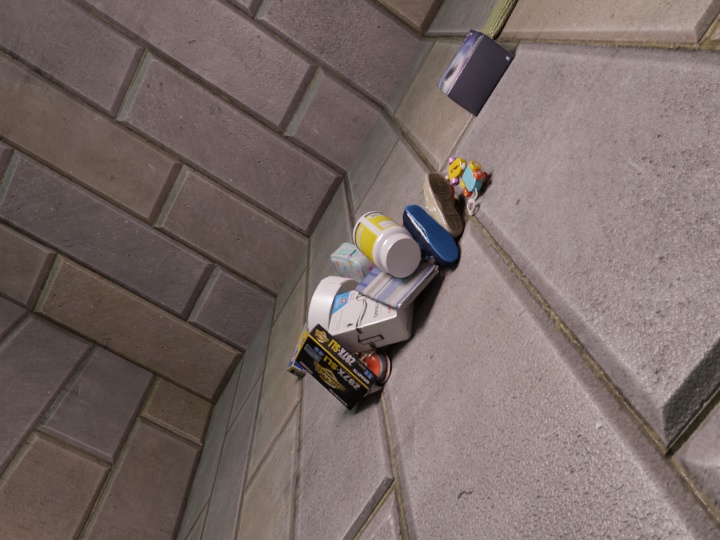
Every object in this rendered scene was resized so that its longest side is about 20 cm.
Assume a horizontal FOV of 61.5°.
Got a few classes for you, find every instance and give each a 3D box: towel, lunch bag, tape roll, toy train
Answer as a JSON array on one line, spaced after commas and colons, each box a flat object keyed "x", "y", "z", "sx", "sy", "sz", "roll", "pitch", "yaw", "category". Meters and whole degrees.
[{"x": 0.086, "y": 0.024, "z": 1.476, "sx": 0.147, "sy": 0.024, "sz": 0.198, "roll": -45, "pitch": 31, "yaw": -19, "category": "towel"}, {"x": 0.467, "y": -0.857, "z": 2.037, "sx": 0.205, "sy": 0.036, "sz": 0.148, "roll": -62, "pitch": 13, "yaw": 4, "category": "towel"}, {"x": 0.000, "y": 0.000, "z": 1.751, "sx": 0.077, "sy": 0.163, "sz": 0.198, "roll": -38, "pitch": 24, "yaw": -22, "category": "lunch bag"}, {"x": -0.061, "y": 0.121, "z": 1.663, "sx": 0.069, "sy": 0.204, "sz": 0.207, "roll": 7, "pitch": 62, "yaw": 31, "category": "tape roll"}, {"x": 0.261, "y": -0.204, "z": 1.527, "sx": 0.199, "sy": 0.054, "sz": 0.156, "roll": -152, "pitch": 66, "yaw": -67, "category": "toy train"}]

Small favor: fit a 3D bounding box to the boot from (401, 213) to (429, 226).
[{"x": 0.165, "y": -0.119, "z": 1.629, "sx": 0.165, "sy": 0.074, "sz": 0.199, "roll": -29, "pitch": 7, "yaw": 47, "category": "boot"}]

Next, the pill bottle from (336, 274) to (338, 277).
[{"x": -0.016, "y": 0.026, "z": 1.969, "sx": 0.202, "sy": 0.114, "sz": 0.118, "roll": -55, "pitch": 15, "yaw": 26, "category": "pill bottle"}]

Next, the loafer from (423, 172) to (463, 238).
[{"x": 0.196, "y": -0.158, "z": 1.516, "sx": 0.069, "sy": 0.073, "sz": 0.205, "roll": 125, "pitch": 142, "yaw": -46, "category": "loafer"}]

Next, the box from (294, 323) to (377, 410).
[{"x": -0.065, "y": 0.243, "z": 1.505, "sx": 0.049, "sy": 0.199, "sz": 0.161, "roll": -45, "pitch": -6, "yaw": -36, "category": "box"}]

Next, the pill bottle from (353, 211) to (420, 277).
[{"x": 0.064, "y": -0.064, "z": 1.486, "sx": 0.117, "sy": 0.112, "sz": 0.200, "roll": -59, "pitch": 29, "yaw": 8, "category": "pill bottle"}]

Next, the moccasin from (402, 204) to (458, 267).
[{"x": 0.169, "y": -0.076, "z": 1.460, "sx": 0.202, "sy": 0.078, "sz": 0.070, "roll": 59, "pitch": 147, "yaw": 36, "category": "moccasin"}]

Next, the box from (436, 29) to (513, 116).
[{"x": 0.342, "y": -0.604, "z": 1.837, "sx": 0.203, "sy": 0.121, "sz": 0.200, "roll": -57, "pitch": 16, "yaw": 19, "category": "box"}]

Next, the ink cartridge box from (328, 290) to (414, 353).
[{"x": 0.028, "y": 0.114, "z": 1.511, "sx": 0.195, "sy": 0.085, "sz": 0.148, "roll": -19, "pitch": 35, "yaw": 24, "category": "ink cartridge box"}]

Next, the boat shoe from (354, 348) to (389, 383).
[{"x": 0.016, "y": 0.215, "z": 1.530, "sx": 0.073, "sy": 0.061, "sz": 0.200, "roll": -61, "pitch": 29, "yaw": 12, "category": "boat shoe"}]

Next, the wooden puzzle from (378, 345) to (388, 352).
[{"x": 0.043, "y": 0.160, "z": 1.654, "sx": 0.187, "sy": 0.036, "sz": 0.203, "roll": -54, "pitch": 16, "yaw": 32, "category": "wooden puzzle"}]

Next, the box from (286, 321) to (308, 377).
[{"x": -0.207, "y": 0.293, "z": 2.277, "sx": 0.070, "sy": 0.063, "sz": 0.205, "roll": -39, "pitch": 27, "yaw": 57, "category": "box"}]
